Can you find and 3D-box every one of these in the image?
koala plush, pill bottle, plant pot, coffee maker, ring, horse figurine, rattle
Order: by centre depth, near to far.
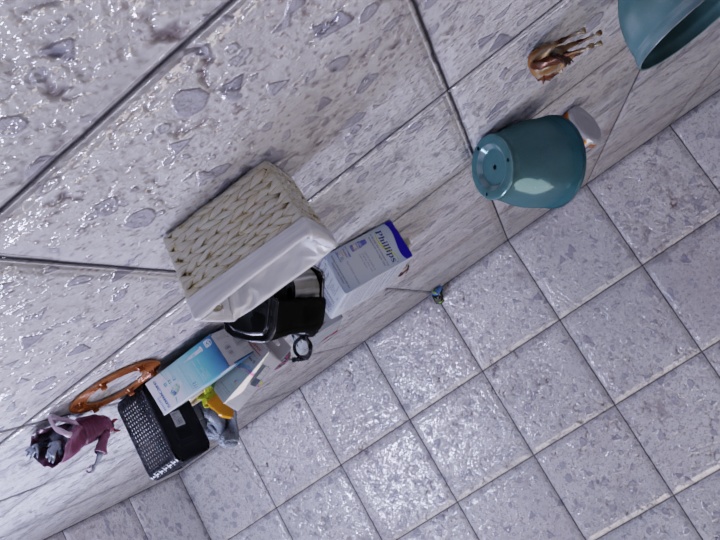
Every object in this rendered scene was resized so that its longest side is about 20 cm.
[{"bbox_3d":[0.475,-0.430,0.942,0.197,0.136,0.201,-32,169,-7],"label":"plant pot"},{"bbox_3d":[0.330,-0.356,1.032,0.130,0.051,0.199,-20,-172,36],"label":"horse figurine"},{"bbox_3d":[-0.152,0.082,1.165,0.132,0.198,0.199,-19,174,24],"label":"coffee maker"},{"bbox_3d":[-0.509,0.248,1.295,0.198,0.019,0.201,-34,169,-7],"label":"ring"},{"bbox_3d":[0.347,-0.228,1.334,0.183,0.205,0.200,-8,159,-28],"label":"plant pot"},{"bbox_3d":[0.513,-0.316,1.600,0.111,0.114,0.200,-22,165,-43],"label":"pill bottle"},{"bbox_3d":[-0.472,0.412,1.805,0.199,0.144,0.130,-41,-174,9],"label":"rattle"},{"bbox_3d":[-0.499,0.461,1.911,0.196,0.190,0.175,-5,-179,-37],"label":"koala plush"}]

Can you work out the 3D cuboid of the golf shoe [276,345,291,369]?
[{"bbox_3d":[-0.303,0.287,1.935,0.195,0.074,0.092,-25,176,7],"label":"golf shoe"}]

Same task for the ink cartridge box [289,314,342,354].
[{"bbox_3d":[-0.137,0.163,1.834,0.143,0.084,0.201,-30,168,-15],"label":"ink cartridge box"}]

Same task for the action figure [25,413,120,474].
[{"bbox_3d":[-0.588,0.334,1.295,0.198,0.132,0.152,-12,130,-60],"label":"action figure"}]

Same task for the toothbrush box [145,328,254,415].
[{"bbox_3d":[-0.358,0.219,1.389,0.198,0.086,0.146,-35,178,12],"label":"toothbrush box"}]

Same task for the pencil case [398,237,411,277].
[{"bbox_3d":[0.100,-0.034,1.693,0.087,0.080,0.200,-18,169,1],"label":"pencil case"}]

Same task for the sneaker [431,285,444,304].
[{"bbox_3d":[0.426,0.137,3.347,0.070,0.084,0.200,-32,169,-2],"label":"sneaker"}]

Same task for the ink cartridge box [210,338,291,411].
[{"bbox_3d":[-0.274,0.220,1.496,0.201,0.116,0.068,-49,142,-7],"label":"ink cartridge box"}]

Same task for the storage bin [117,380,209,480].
[{"bbox_3d":[-0.458,0.362,1.443,0.093,0.203,0.135,-35,169,17],"label":"storage bin"}]

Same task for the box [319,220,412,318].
[{"bbox_3d":[0.000,0.000,1.479,0.197,0.106,0.184,-28,168,-23],"label":"box"}]

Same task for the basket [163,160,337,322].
[{"bbox_3d":[-0.151,-0.036,0.841,0.198,0.125,0.135,-35,168,8],"label":"basket"}]
